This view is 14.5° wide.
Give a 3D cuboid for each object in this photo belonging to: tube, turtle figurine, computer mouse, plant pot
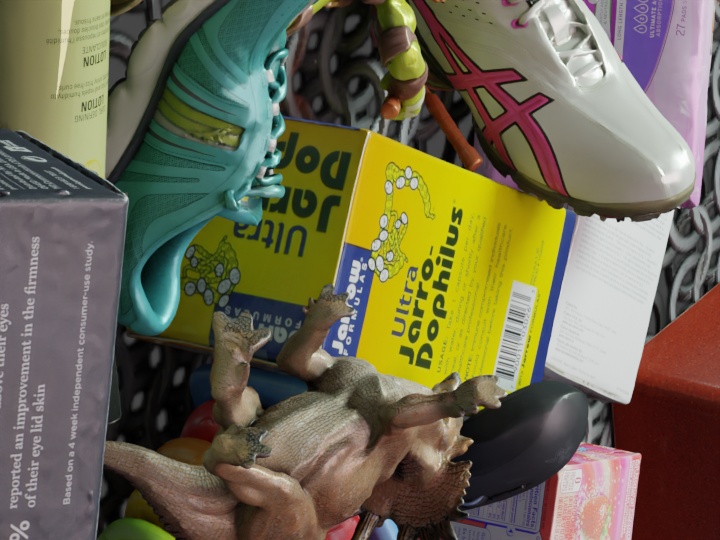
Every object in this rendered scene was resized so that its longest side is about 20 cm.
[{"bbox_3d":[-0.119,-0.027,1.068,0.058,0.052,0.201,-3,109,-21],"label":"tube"},{"bbox_3d":[-0.011,-0.130,1.262,0.161,0.064,0.201,-19,90,-44],"label":"turtle figurine"},{"bbox_3d":[0.027,0.118,1.345,0.200,0.034,0.059,-37,155,14],"label":"computer mouse"},{"bbox_3d":[0.280,0.128,1.719,0.200,0.175,0.201,-34,126,-48],"label":"plant pot"}]

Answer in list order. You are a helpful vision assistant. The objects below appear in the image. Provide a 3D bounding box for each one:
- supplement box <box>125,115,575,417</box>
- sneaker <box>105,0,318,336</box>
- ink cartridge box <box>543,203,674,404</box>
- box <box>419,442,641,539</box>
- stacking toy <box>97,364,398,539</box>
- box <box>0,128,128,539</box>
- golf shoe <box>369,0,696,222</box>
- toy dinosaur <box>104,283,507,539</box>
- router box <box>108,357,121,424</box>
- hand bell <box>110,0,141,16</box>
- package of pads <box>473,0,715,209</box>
[{"bbox_3d":[0.000,0.000,1.314,0.200,0.108,0.110,17,84,-57],"label":"supplement box"},{"bbox_3d":[-0.057,-0.059,1.161,0.200,0.080,0.077,-53,164,26],"label":"sneaker"},{"bbox_3d":[0.127,-0.036,1.558,0.109,0.050,0.201,26,75,-56],"label":"ink cartridge box"},{"bbox_3d":[0.074,0.187,1.484,0.094,0.102,0.201,-1,98,-57],"label":"box"},{"bbox_3d":[-0.084,0.140,1.246,0.200,0.109,0.116,-41,117,-30],"label":"stacking toy"},{"bbox_3d":[-0.192,0.033,0.957,0.199,0.104,0.149,-1,106,-30],"label":"box"},{"bbox_3d":[0.078,-0.100,1.321,0.072,0.200,0.092,-33,149,-30],"label":"golf shoe"},{"bbox_3d":[-0.021,0.085,1.176,0.199,0.086,0.136,-16,141,-23],"label":"toy dinosaur"},{"bbox_3d":[-0.169,-0.010,1.094,0.150,0.062,0.201,-30,122,-50],"label":"router box"},{"bbox_3d":[-0.035,-0.164,1.186,0.199,0.104,0.105,-10,106,-43],"label":"hand bell"},{"bbox_3d":[0.121,-0.133,1.453,0.076,0.120,0.201,-64,157,-80],"label":"package of pads"}]
